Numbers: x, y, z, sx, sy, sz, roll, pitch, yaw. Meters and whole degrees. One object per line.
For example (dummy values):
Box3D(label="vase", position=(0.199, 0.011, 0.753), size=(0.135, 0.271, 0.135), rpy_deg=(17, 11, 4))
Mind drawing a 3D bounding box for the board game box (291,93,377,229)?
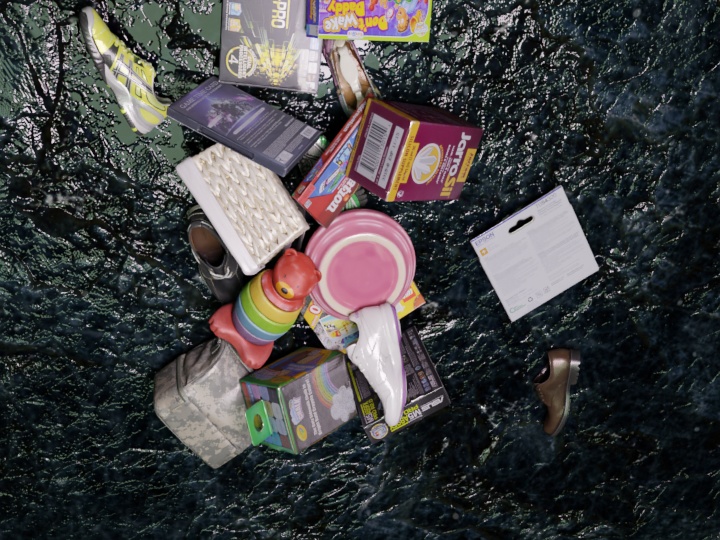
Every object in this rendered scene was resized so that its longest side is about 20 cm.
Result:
Box3D(label="board game box", position=(-0.021, -0.171, 1.240), size=(0.202, 0.019, 0.103), rpy_deg=(-53, 146, -3))

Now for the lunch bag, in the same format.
Box3D(label="lunch bag", position=(-0.253, 0.230, 1.407), size=(0.166, 0.140, 0.201), rpy_deg=(-32, 118, 6))

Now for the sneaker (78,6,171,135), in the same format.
Box3D(label="sneaker", position=(-0.356, -0.308, 1.177), size=(0.075, 0.076, 0.202), rpy_deg=(-28, 128, -5))

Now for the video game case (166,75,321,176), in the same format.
Box3D(label="video game case", position=(-0.171, -0.221, 1.171), size=(0.197, 0.143, 0.019), rpy_deg=(27, 127, 5))

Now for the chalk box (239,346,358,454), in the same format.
Box3D(label="chalk box", position=(-0.123, 0.231, 1.355), size=(0.198, 0.122, 0.127), rpy_deg=(-23, 106, -39))

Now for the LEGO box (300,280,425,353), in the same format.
Box3D(label="LEGO box", position=(-0.007, 0.039, 1.401), size=(0.198, 0.077, 0.150), rpy_deg=(-32, 116, 5))

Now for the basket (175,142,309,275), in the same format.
Box3D(label="basket", position=(-0.179, -0.111, 1.233), size=(0.122, 0.136, 0.202), rpy_deg=(-34, 93, 1))

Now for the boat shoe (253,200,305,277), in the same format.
Box3D(label="boat shoe", position=(-0.142, -0.023, 1.356), size=(0.065, 0.057, 0.204), rpy_deg=(13, 112, -17))

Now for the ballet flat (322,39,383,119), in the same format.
Box3D(label="ballet flat", position=(-0.007, -0.291, 1.249), size=(0.068, 0.072, 0.203), rpy_deg=(-23, 118, 6))

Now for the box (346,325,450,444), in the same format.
Box3D(label="box", position=(0.062, 0.203, 1.423), size=(0.158, 0.201, 0.045), rpy_deg=(-28, 120, 2))

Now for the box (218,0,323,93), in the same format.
Box3D(label="box", position=(-0.133, -0.383, 1.190), size=(0.157, 0.049, 0.205), rpy_deg=(4, 113, -11))

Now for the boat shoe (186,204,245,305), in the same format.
Box3D(label="boat shoe", position=(-0.248, -0.010, 1.336), size=(0.070, 0.068, 0.203), rpy_deg=(-18, 122, -3))

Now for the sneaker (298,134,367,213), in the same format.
Box3D(label="sneaker", position=(-0.069, -0.158, 1.281), size=(0.085, 0.078, 0.201), rpy_deg=(-46, 117, -16))

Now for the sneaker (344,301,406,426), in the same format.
Box3D(label="sneaker", position=(0.027, 0.159, 1.308), size=(0.097, 0.075, 0.206), rpy_deg=(-8, 89, 1))

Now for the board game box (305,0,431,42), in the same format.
Box3D(label="board game box", position=(0.017, -0.417, 1.168), size=(0.196, 0.045, 0.138), rpy_deg=(-8, 112, -29))

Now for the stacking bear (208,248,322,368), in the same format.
Box3D(label="stacking bear", position=(-0.143, 0.047, 1.294), size=(0.121, 0.114, 0.200), rpy_deg=(43, 125, -2))

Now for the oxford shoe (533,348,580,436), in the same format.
Box3D(label="oxford shoe", position=(0.390, 0.246, 1.593), size=(0.082, 0.073, 0.205), rpy_deg=(5, 112, 4))

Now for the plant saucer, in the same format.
Box3D(label="plant saucer", position=(0.000, 0.000, 1.312), size=(0.195, 0.051, 0.205), rpy_deg=(-3, 115, -7))

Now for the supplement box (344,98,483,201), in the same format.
Box3D(label="supplement box", position=(0.088, -0.189, 1.249), size=(0.198, 0.102, 0.134), rpy_deg=(-8, 123, -48))

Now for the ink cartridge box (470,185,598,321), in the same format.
Box3D(label="ink cartridge box", position=(0.322, -0.034, 1.454), size=(0.194, 0.043, 0.202), rpy_deg=(-30, 115, 5))
